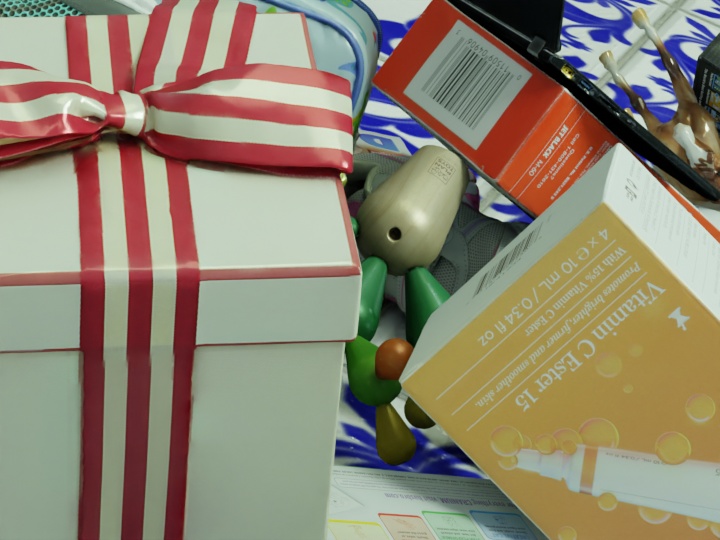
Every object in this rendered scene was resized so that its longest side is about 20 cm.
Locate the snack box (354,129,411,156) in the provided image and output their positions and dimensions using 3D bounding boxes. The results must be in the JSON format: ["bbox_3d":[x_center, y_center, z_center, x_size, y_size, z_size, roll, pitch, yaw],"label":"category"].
[{"bbox_3d":[-0.060,-0.076,1.390,0.199,0.024,0.072,11,23,-22],"label":"snack box"}]

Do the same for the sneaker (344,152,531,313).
[{"bbox_3d":[0.033,-0.008,1.258,0.088,0.082,0.200,10,17,-23],"label":"sneaker"}]

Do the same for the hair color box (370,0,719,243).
[{"bbox_3d":[0.104,-0.057,1.246,0.111,0.064,0.200,41,5,40],"label":"hair color box"}]

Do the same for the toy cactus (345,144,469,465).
[{"bbox_3d":[0.000,0.000,1.120,0.199,0.102,0.165,28,59,10],"label":"toy cactus"}]

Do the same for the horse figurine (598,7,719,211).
[{"bbox_3d":[0.188,-0.068,1.429,0.050,0.200,0.133,-25,67,-11],"label":"horse figurine"}]

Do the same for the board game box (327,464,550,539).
[{"bbox_3d":[0.033,0.150,0.936,0.152,0.041,0.200,8,26,-29],"label":"board game box"}]

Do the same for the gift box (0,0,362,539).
[{"bbox_3d":[-0.103,-0.006,0.896,0.183,0.187,0.201,-5,42,-13],"label":"gift box"}]

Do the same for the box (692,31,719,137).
[{"bbox_3d":[0.275,-0.056,1.427,0.160,0.044,0.200,39,-16,17],"label":"box"}]

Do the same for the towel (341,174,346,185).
[{"bbox_3d":[-0.107,-0.042,1.062,0.199,0.018,0.086,-21,57,-31],"label":"towel"}]

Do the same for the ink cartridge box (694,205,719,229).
[{"bbox_3d":[0.279,0.050,1.322,0.199,0.084,0.145,15,23,-12],"label":"ink cartridge box"}]

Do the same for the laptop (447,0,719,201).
[{"bbox_3d":[0.116,-0.160,1.216,0.200,0.116,0.187,37,5,-26],"label":"laptop"}]

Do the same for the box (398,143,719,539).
[{"bbox_3d":[0.134,0.066,1.011,0.200,0.124,0.098,45,20,-5],"label":"box"}]

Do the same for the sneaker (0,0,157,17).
[{"bbox_3d":[-0.174,-0.107,1.149,0.199,0.078,0.092,19,61,16],"label":"sneaker"}]

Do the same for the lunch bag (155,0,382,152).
[{"bbox_3d":[-0.095,-0.102,1.238,0.199,0.162,0.083,20,21,1],"label":"lunch bag"}]
